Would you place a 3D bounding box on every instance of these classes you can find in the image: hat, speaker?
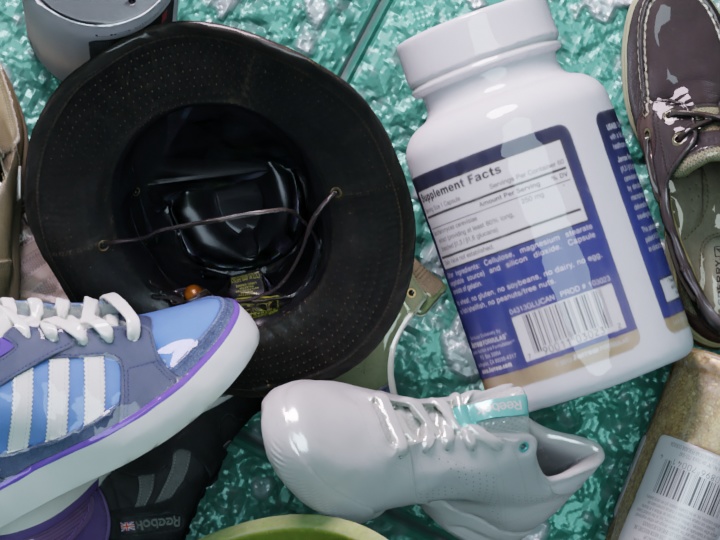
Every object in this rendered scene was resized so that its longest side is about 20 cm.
[{"bbox_3d":[-0.064,-0.040,1.259,0.200,0.081,0.201,2,118,4],"label":"hat"},{"bbox_3d":[-0.128,-0.141,1.264,0.081,0.200,0.081,1,85,-6],"label":"speaker"}]

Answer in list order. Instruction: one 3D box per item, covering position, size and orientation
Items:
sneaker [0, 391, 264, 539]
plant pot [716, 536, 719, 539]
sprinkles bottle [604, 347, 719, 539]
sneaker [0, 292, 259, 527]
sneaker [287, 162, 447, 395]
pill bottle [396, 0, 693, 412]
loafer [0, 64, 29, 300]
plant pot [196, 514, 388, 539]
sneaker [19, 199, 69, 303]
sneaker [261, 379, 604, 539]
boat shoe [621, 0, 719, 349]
[{"bbox_3d":[-0.114,0.114,1.293,0.200,0.076,0.088,-32,112,-42],"label":"sneaker"},{"bbox_3d":[0.251,0.185,1.286,0.200,0.134,0.200,3,109,9],"label":"plant pot"},{"bbox_3d":[0.161,0.143,1.345,0.068,0.068,0.200,23,84,-4],"label":"sprinkles bottle"},{"bbox_3d":[-0.160,0.025,1.184,0.200,0.081,0.147,-31,110,-9],"label":"sneaker"},{"bbox_3d":[0.000,0.000,1.332,0.090,0.067,0.200,0,93,5],"label":"sneaker"},{"bbox_3d":[0.089,-0.035,1.327,0.111,0.111,0.200,-19,89,-7],"label":"pill bottle"},{"bbox_3d":[-0.200,-0.055,1.278,0.076,0.067,0.200,-8,54,-8],"label":"loafer"},{"bbox_3d":[-0.023,0.252,1.215,0.200,0.200,0.190,-35,127,-7],"label":"plant pot"},{"bbox_3d":[-0.147,-0.004,1.320,0.200,0.070,0.076,10,80,-7],"label":"sneaker"},{"bbox_3d":[0.039,0.080,1.255,0.088,0.200,0.075,-33,58,32],"label":"sneaker"},{"bbox_3d":[0.186,-0.059,1.362,0.073,0.065,0.200,-12,87,-5],"label":"boat shoe"}]
